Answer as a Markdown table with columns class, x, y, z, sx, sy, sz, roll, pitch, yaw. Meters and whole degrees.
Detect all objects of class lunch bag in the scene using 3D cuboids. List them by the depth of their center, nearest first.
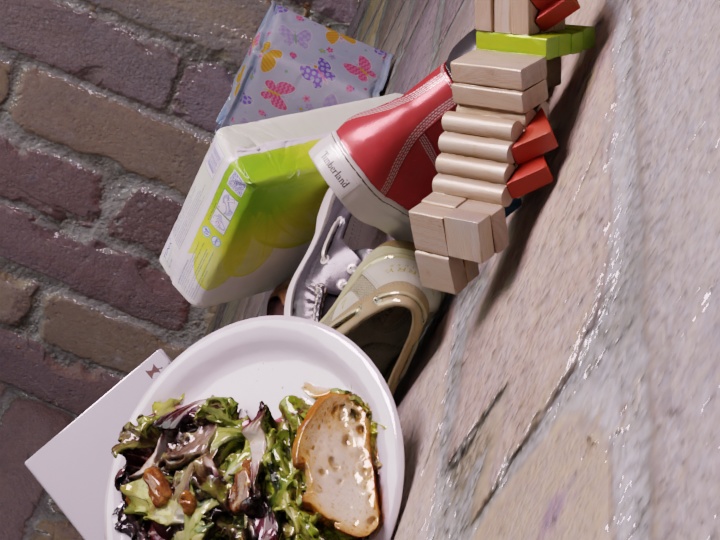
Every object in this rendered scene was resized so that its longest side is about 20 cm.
| class | x | y | z | sx | sy | sz | roll | pitch | yaw |
| --- | --- | --- | --- | --- | --- | --- | --- | --- | --- |
| lunch bag | -0.076 | -0.205 | 1.879 | 0.200 | 0.169 | 0.127 | 120 | 169 | -46 |

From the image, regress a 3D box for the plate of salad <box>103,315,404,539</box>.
| class | x | y | z | sx | sy | sz | roll | pitch | yaw |
| --- | --- | --- | --- | --- | --- | --- | --- | --- | --- |
| plate of salad | -0.068 | 0.117 | 0.850 | 0.048 | 0.200 | 0.201 | 34 | -104 | -54 |

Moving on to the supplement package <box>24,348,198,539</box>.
| class | x | y | z | sx | sy | sz | roll | pitch | yaw |
| --- | --- | --- | --- | --- | --- | --- | --- | --- | --- |
| supplement package | -0.121 | 0.145 | 1.006 | 0.109 | 0.114 | 0.200 | -40 | -15 | -7 |

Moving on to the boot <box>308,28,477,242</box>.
| class | x | y | z | sx | sy | sz | roll | pitch | yaw |
| --- | --- | --- | --- | --- | --- | --- | --- | --- | --- |
| boot | 0.062 | -0.084 | 0.937 | 0.144 | 0.072 | 0.200 | -37 | -11 | 9 |

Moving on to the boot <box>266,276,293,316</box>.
| class | x | y | z | sx | sy | sz | roll | pitch | yaw |
| --- | --- | --- | --- | --- | --- | --- | --- | --- | --- |
| boot | -0.050 | 0.086 | 1.182 | 0.200 | 0.072 | 0.167 | 113 | 172 | -62 |

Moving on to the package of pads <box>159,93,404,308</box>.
| class | x | y | z | sx | sy | sz | roll | pitch | yaw |
| --- | --- | --- | --- | --- | --- | --- | --- | --- | --- |
| package of pads | -0.050 | -0.055 | 1.218 | 0.200 | 0.068 | 0.155 | -15 | -32 | -39 |

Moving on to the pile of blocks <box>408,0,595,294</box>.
| class | x | y | z | sx | sy | sz | roll | pitch | yaw |
| --- | --- | --- | --- | --- | --- | --- | --- | --- | --- |
| pile of blocks | 0.087 | -0.081 | 0.805 | 0.062 | 0.082 | 0.201 | 14 | 90 | 40 |

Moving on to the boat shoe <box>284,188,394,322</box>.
| class | x | y | z | sx | sy | sz | roll | pitch | yaw |
| --- | --- | --- | --- | --- | --- | --- | --- | --- | --- |
| boat shoe | 0.000 | 0.000 | 1.090 | 0.060 | 0.074 | 0.200 | -35 | 29 | 44 |

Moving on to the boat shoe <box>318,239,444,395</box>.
| class | x | y | z | sx | sy | sz | roll | pitch | yaw |
| --- | --- | --- | --- | --- | --- | --- | --- | --- | --- |
| boat shoe | -0.012 | 0.071 | 0.951 | 0.201 | 0.073 | 0.063 | -53 | 9 | 33 |
